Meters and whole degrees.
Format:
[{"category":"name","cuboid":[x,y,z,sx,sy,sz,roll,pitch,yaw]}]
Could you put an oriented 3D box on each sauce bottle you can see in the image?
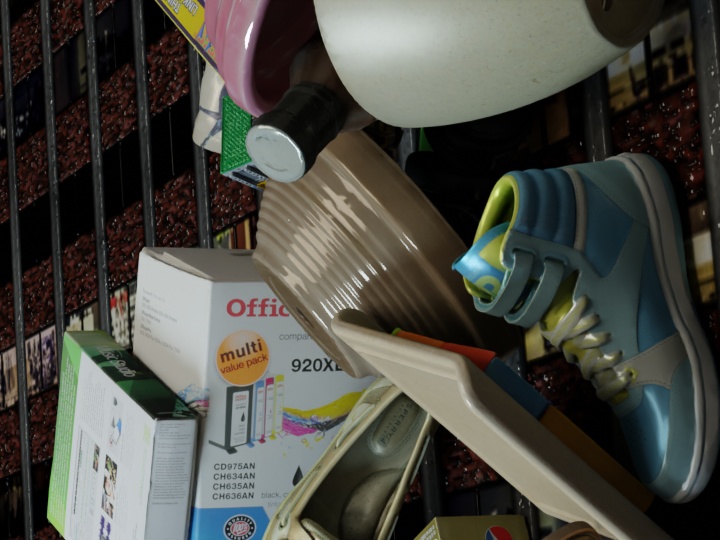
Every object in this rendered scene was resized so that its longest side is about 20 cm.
[{"category":"sauce bottle","cuboid":[0.001,-0.124,1.507,0.065,0.200,0.065,23,140,21]}]

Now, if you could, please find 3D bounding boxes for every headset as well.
[{"category":"headset","cuboid":[0.077,-0.068,1.595,0.200,0.094,0.124,-95,18,-49]}]

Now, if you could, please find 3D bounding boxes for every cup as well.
[{"category":"cup","cuboid":[0.087,-0.176,1.442,0.143,0.200,0.201,6,96,37]}]

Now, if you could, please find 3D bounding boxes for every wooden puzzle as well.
[{"category":"wooden puzzle","cuboid":[0.086,0.089,1.444,0.037,0.185,0.200,-51,22,-6]}]

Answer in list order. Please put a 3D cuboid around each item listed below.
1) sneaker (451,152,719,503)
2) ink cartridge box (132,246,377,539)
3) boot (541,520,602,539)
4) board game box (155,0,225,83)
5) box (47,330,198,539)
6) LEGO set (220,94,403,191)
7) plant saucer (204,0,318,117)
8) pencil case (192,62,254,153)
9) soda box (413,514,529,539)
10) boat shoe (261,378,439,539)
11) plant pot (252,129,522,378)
[{"category":"sneaker","cuboid":[0.117,0.033,1.407,0.080,0.130,0.201,-44,52,56]},{"category":"ink cartridge box","cuboid":[-0.069,0.091,1.785,0.145,0.147,0.201,-161,73,-64]},{"category":"boot","cuboid":[0.127,0.220,1.425,0.075,0.073,0.200,46,154,42]},{"category":"board game box","cuboid":[-0.068,-0.229,1.690,0.166,0.057,0.200,-59,44,21]},{"category":"box","cuboid":[-0.166,0.137,1.781,0.200,0.036,0.145,34,120,60]},{"category":"LEGO set","cuboid":[-0.011,-0.129,1.751,0.154,0.116,0.201,-29,55,35]},{"category":"plant saucer","cuboid":[-0.030,-0.187,1.518,0.051,0.200,0.201,30,125,16]},{"category":"pencil case","cuboid":[-0.075,-0.174,1.888,0.089,0.077,0.201,-57,-25,-73]},{"category":"soda box","cuboid":[0.042,0.226,1.641,0.200,0.064,0.068,127,137,-52]},{"category":"boat shoe","cuboid":[-0.008,0.153,1.658,0.201,0.073,0.063,-56,1,-6]},{"category":"plant pot","cuboid":[0.000,0.000,1.578,0.201,0.093,0.201,48,173,7]}]
